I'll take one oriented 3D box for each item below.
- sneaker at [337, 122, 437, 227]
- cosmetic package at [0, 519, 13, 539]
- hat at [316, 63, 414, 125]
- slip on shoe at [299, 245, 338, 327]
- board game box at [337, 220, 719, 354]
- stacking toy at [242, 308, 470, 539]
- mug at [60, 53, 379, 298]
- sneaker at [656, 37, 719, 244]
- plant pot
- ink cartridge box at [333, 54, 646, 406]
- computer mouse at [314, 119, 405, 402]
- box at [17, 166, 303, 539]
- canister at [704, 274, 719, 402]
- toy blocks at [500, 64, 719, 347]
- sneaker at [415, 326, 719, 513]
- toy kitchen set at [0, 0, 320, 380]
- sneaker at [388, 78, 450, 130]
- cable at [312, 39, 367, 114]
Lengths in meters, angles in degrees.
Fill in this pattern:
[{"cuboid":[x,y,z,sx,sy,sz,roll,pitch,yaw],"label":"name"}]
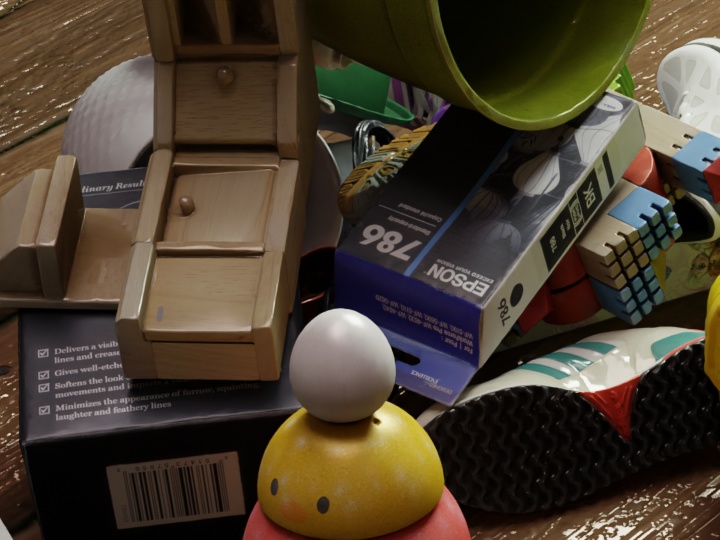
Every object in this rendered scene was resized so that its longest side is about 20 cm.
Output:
[{"cuboid":[0.077,-0.052,1.719,0.200,0.088,0.076,-27,15,-32],"label":"sneaker"},{"cuboid":[-0.212,0.160,1.432,0.084,0.108,0.200,-15,29,-19],"label":"cosmetic package"},{"cuboid":[-0.008,-0.197,1.802,0.200,0.177,0.165,13,14,-44],"label":"hat"},{"cuboid":[-0.083,0.037,1.703,0.199,0.061,0.074,-20,31,-24],"label":"slip on shoe"},{"cuboid":[0.104,-0.024,1.805,0.199,0.041,0.200,-15,28,-18],"label":"board game box"},{"cuboid":[-0.007,0.108,1.384,0.145,0.201,0.146,-5,26,3],"label":"stacking toy"},{"cuboid":[-0.085,-0.065,1.811,0.199,0.148,0.175,-16,24,-17],"label":"mug"},{"cuboid":[0.191,-0.078,1.762,0.115,0.076,0.201,-10,30,-14],"label":"sneaker"},{"cuboid":[0.030,-0.189,1.599,0.192,0.201,0.200,13,32,41],"label":"plant pot"},{"cuboid":[0.060,-0.025,1.583,0.099,0.039,0.200,20,60,30],"label":"ink cartridge box"},{"cuboid":[0.000,0.000,1.701,0.058,0.034,0.201,25,51,-24],"label":"computer mouse"},{"cuboid":[-0.102,0.046,1.577,0.148,0.107,0.201,-6,45,0],"label":"box"},{"cuboid":[0.249,0.085,1.465,0.148,0.087,0.200,1,38,1],"label":"canister"},{"cuboid":[0.123,-0.023,1.636,0.200,0.100,0.137,-40,39,-17],"label":"toy blocks"},{"cuboid":[0.113,0.076,1.592,0.199,0.071,0.093,-16,10,-14],"label":"sneaker"},{"cuboid":[-0.118,-0.074,1.498,0.162,0.181,0.201,0,45,7],"label":"toy kitchen set"},{"cuboid":[0.057,-0.111,1.868,0.200,0.073,0.114,-1,19,43],"label":"sneaker"},{"cuboid":[-0.084,-0.149,1.732,0.199,0.050,0.097,25,77,28],"label":"cable"}]
